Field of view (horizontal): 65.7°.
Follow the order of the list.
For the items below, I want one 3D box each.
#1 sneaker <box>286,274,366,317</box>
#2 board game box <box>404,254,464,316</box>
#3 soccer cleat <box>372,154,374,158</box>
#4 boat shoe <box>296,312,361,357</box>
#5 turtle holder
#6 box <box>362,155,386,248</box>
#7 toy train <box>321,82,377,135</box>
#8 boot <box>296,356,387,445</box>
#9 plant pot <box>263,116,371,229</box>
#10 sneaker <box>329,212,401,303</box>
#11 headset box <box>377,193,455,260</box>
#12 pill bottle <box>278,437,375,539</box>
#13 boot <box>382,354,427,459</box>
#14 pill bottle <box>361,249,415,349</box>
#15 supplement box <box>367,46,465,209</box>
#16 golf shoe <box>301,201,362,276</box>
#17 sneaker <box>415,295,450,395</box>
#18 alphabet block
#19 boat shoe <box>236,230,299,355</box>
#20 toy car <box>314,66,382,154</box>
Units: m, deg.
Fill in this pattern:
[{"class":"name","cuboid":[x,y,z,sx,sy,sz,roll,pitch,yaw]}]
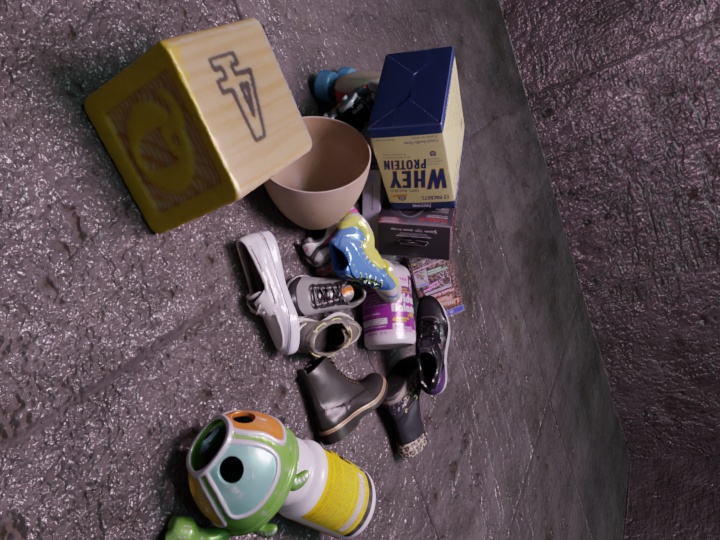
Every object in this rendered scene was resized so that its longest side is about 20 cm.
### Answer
[{"class":"sneaker","cuboid":[-0.063,0.041,1.018,0.197,0.077,0.077,-2,81,-55]},{"class":"board game box","cuboid":[0.151,-0.017,1.256,0.162,0.094,0.204,-104,174,-51]},{"class":"soccer cleat","cuboid":[0.064,-0.281,1.337,0.073,0.066,0.208,30,53,-53]},{"class":"boat shoe","cuboid":[-0.051,0.119,1.003,0.199,0.059,0.075,5,99,-58]},{"class":"turtle holder","cuboid":[-0.173,0.271,0.741,0.132,0.183,0.143,47,11,-36]},{"class":"box","cuboid":[0.039,-0.157,1.182,0.201,0.039,0.162,-66,158,-66]},{"class":"toy train","cuboid":[-0.036,-0.280,1.073,0.085,0.198,0.116,42,33,-21]},{"class":"boot","cuboid":[-0.027,0.201,1.026,0.199,0.076,0.142,-34,103,-56]},{"class":"plant pot","cuboid":[-0.080,-0.155,0.989,0.137,0.193,0.204,94,12,-49]},{"class":"sneaker","cuboid":[0.000,0.000,1.038,0.105,0.074,0.203,-46,115,-33]},{"class":"headset box","cuboid":[0.117,-0.102,1.123,0.202,0.143,0.080,-69,160,-53]},{"class":"pill bottle","cuboid":[-0.070,0.336,0.871,0.200,0.111,0.118,44,45,-40]},{"class":"boot","cuboid":[0.112,0.287,1.211,0.203,0.071,0.159,-35,112,-55]},{"class":"pill bottle","cuboid":[0.055,0.055,1.162,0.111,0.109,0.208,14,68,-53]},{"class":"supplement box","cuboid":[0.113,-0.258,1.037,0.202,0.129,0.206,65,32,-51]},{"class":"golf shoe","cuboid":[-0.053,-0.089,1.083,0.093,0.071,0.203,54,39,-30]},{"class":"sneaker","cuboid":[0.146,0.148,1.150,0.087,0.073,0.208,37,48,-67]},{"class":"alphabet block","cuboid":[-0.214,-0.200,0.771,0.201,0.191,0.200,63,37,-16]},{"class":"boat shoe","cuboid":[-0.154,0.042,0.899,0.064,0.072,0.207,-17,90,-40]},{"class":"toy car","cuboid":[0.007,-0.320,1.213,0.176,0.179,0.207,-38,139,-55]}]
